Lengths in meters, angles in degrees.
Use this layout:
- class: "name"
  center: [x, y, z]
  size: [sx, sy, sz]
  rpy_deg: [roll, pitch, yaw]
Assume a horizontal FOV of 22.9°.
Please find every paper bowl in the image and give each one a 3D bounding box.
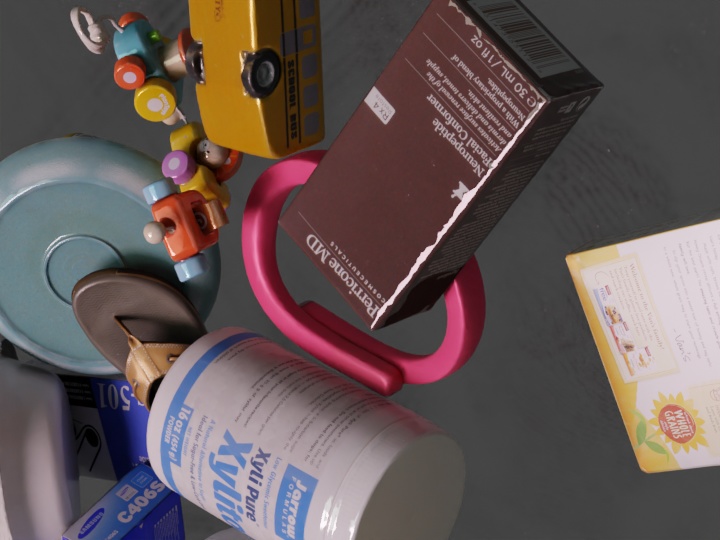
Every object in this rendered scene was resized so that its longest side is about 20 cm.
- class: "paper bowl"
  center: [-0.278, 0.154, 1.392]
  size: [0.201, 0.103, 0.203]
  rpy_deg: [173, 90, -85]

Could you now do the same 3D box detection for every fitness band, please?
- class: "fitness band"
  center: [0.000, 0.000, 1.215]
  size: [0.199, 0.037, 0.145]
  rpy_deg: [28, 123, 31]

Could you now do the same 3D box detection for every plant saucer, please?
- class: "plant saucer"
  center: [-0.204, -0.003, 1.328]
  size: [0.198, 0.028, 0.202]
  rpy_deg: [1, 119, 2]

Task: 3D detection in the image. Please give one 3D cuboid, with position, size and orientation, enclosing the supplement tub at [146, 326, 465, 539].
- class: "supplement tub"
  center: [-0.040, 0.132, 1.241]
  size: [0.199, 0.131, 0.133]
  rpy_deg: [24, 123, 35]

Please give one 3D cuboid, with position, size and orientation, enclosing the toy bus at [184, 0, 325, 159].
- class: "toy bus"
  center: [-0.070, -0.177, 1.167]
  size: [0.065, 0.078, 0.202]
  rpy_deg: [17, 119, 38]

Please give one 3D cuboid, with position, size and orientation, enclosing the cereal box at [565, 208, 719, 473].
- class: "cereal box"
  center: [0.223, 0.035, 1.011]
  size: [0.199, 0.039, 0.145]
  rpy_deg: [-13, 99, 46]

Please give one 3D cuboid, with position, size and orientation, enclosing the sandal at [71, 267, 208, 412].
- class: "sandal"
  center: [-0.143, 0.083, 1.322]
  size: [0.081, 0.055, 0.201]
  rpy_deg: [-24, 113, 8]

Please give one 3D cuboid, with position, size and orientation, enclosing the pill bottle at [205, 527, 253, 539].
- class: "pill bottle"
  center: [-0.084, 0.304, 1.373]
  size: [0.112, 0.112, 0.202]
  rpy_deg: [19, 121, 37]

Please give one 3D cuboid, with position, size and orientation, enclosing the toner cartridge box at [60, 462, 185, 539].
- class: "toner cartridge box"
  center: [-0.182, 0.259, 1.428]
  size: [0.043, 0.095, 0.202]
  rpy_deg: [24, 136, 27]

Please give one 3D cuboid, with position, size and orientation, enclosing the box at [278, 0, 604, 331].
- class: "box"
  center: [0.045, -0.070, 1.086]
  size: [0.100, 0.075, 0.201]
  rpy_deg: [47, 125, 17]

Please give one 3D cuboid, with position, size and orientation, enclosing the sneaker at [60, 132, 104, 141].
- class: "sneaker"
  center: [-0.223, -0.017, 1.398]
  size: [0.082, 0.077, 0.202]
  rpy_deg: [38, 121, 30]

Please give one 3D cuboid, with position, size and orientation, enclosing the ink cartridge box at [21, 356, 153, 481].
- class: "ink cartridge box"
  center: [-0.202, 0.121, 1.453]
  size: [0.199, 0.044, 0.095]
  rpy_deg: [2, 111, 43]

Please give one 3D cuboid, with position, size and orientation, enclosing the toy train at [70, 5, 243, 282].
- class: "toy train"
  center: [-0.125, -0.097, 1.227]
  size: [0.055, 0.150, 0.202]
  rpy_deg: [-22, 88, 14]
